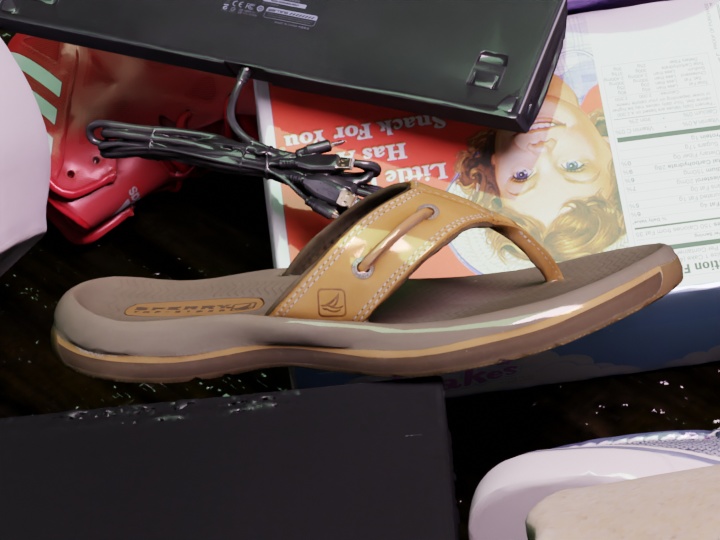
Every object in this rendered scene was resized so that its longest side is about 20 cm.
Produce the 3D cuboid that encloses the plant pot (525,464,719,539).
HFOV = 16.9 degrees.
[{"bbox_3d":[0.136,0.118,0.621,0.183,0.201,0.201,-4,39,21],"label":"plant pot"}]

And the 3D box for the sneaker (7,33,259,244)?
[{"bbox_3d":[-0.054,-0.048,0.937,0.199,0.078,0.116,11,59,22],"label":"sneaker"}]

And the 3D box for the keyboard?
[{"bbox_3d":[-0.034,-0.075,0.832,0.199,0.021,0.127,12,57,18],"label":"keyboard"}]

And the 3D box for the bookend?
[{"bbox_3d":[-0.065,0.130,0.671,0.198,0.092,0.200,-6,31,1],"label":"bookend"}]

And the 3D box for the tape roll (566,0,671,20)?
[{"bbox_3d":[0.065,-0.184,0.890,0.199,0.201,0.085,15,1,24],"label":"tape roll"}]

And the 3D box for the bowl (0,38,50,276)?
[{"bbox_3d":[-0.180,0.007,0.788,0.200,0.075,0.200,-42,3,3],"label":"bowl"}]

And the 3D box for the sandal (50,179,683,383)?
[{"bbox_3d":[0.000,0.000,0.754,0.199,0.054,0.080,-2,11,7],"label":"sandal"}]

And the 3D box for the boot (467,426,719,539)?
[{"bbox_3d":[0.137,0.072,0.760,0.199,0.073,0.090,9,35,6],"label":"boot"}]

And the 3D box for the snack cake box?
[{"bbox_3d":[0.067,-0.024,0.846,0.199,0.067,0.115,-8,65,0],"label":"snack cake box"}]
